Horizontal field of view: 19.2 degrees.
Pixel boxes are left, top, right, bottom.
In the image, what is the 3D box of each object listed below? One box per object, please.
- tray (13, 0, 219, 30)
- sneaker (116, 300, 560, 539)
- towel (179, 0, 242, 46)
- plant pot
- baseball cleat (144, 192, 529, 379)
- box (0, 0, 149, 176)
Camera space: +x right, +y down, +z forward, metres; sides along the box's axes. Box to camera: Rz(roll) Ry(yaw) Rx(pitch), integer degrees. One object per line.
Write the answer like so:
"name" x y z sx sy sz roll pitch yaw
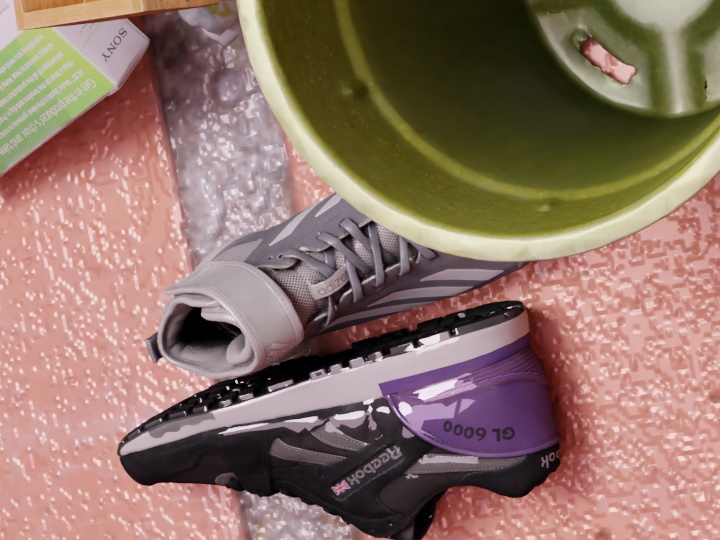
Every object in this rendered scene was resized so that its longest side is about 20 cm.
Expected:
"tray" -0.100 -0.192 0.770 0.098 0.037 0.201 3 100 55
"sneaker" -0.012 0.081 0.904 0.199 0.076 0.088 -16 95 26
"towel" -0.052 -0.219 0.888 0.171 0.048 0.200 48 113 12
"plant pot" 0.084 -0.113 0.770 0.199 0.190 0.201 3 98 24
"baseball cleat" 0.000 0.000 0.869 0.200 0.106 0.070 -28 98 30
"box" -0.203 -0.128 0.910 0.200 0.036 0.144 44 142 -16
